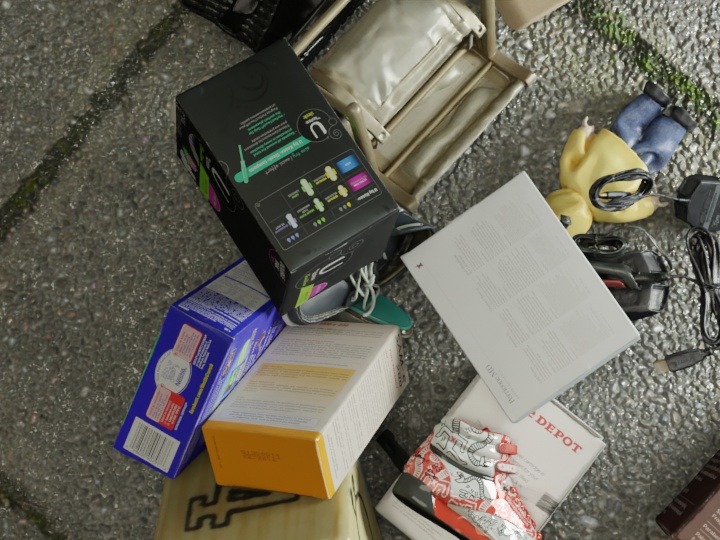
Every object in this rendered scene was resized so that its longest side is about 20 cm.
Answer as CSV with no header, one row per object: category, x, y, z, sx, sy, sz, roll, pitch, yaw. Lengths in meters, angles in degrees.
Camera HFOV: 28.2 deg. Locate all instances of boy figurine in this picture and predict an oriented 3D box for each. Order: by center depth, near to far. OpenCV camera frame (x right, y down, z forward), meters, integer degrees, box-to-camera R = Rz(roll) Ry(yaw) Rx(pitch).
boy figurine,0.261,-0.097,1.487,0.124,0.064,0.200,41,92,7

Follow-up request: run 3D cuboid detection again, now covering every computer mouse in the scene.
computer mouse,0.313,-0.076,1.455,0.200,0.034,0.059,5,113,-27
computer mouse,0.280,0.044,1.472,0.200,0.046,0.141,-13,74,13

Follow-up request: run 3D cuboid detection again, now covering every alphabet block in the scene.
alphabet block,-0.083,0.292,1.395,0.196,0.200,0.196,-14,117,6

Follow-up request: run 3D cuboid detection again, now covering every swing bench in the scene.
swing bench,0.050,-0.202,1.453,0.199,0.200,0.130,-47,57,-7

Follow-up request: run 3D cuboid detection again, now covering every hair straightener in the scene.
hair straightener,0.214,-0.016,1.442,0.200,0.041,0.077,4,113,20

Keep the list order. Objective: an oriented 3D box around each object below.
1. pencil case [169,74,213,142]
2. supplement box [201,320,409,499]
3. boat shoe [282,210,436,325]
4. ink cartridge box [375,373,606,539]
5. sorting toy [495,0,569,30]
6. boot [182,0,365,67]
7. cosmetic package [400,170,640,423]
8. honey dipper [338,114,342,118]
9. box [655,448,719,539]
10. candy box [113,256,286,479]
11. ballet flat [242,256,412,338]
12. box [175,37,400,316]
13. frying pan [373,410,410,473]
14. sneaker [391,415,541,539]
pencil case,-0.100,-0.122,1.477,0.200,0.089,0.078,31,104,1
supplement box,-0.049,0.130,1.398,0.126,0.200,0.074,3,121,26
boat shoe,0.000,0.000,1.456,0.062,0.200,0.075,15,123,38
ink cartridge box,0.134,0.208,1.469,0.147,0.083,0.200,38,91,7
sorting toy,0.203,-0.380,1.530,0.200,0.036,0.185,-31,83,8
boot,-0.076,-0.325,1.530,0.158,0.079,0.211,41,91,7
cosmetic package,0.157,0.027,1.413,0.151,0.052,0.200,-34,78,4
honey dipper,-0.062,-0.140,1.540,0.200,0.038,0.038,-23,84,1
box,0.419,0.235,1.396,0.164,0.166,0.200,43,92,8
candy box,-0.147,0.089,1.426,0.077,0.200,0.169,29,112,9
ballet flat,-0.039,0.032,1.519,0.200,0.067,0.064,30,117,8
box,-0.073,-0.085,1.351,0.124,0.149,0.200,-31,79,-14
frying pan,0.017,0.143,1.480,0.190,0.031,0.115,20,80,32
sneaker,0.140,0.225,1.391,0.201,0.067,0.108,34,76,-3
